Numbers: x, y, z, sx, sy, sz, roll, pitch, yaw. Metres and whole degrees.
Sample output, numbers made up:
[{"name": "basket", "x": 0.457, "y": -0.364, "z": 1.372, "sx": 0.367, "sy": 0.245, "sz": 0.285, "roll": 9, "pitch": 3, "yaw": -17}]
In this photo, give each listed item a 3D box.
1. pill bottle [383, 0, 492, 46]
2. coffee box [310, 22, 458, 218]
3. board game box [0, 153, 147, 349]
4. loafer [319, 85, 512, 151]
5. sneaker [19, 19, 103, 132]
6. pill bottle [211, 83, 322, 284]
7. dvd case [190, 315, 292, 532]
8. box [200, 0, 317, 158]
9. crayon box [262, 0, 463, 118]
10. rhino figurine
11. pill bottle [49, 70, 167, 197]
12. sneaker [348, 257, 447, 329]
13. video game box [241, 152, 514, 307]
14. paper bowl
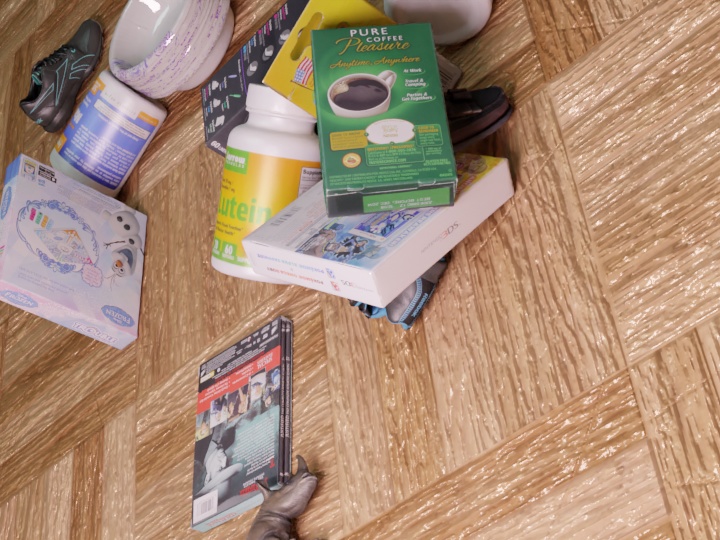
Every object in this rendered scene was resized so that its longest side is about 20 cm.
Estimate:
[{"name": "pill bottle", "x": 0.084, "y": -0.352, "z": 1.362, "sx": 0.115, "sy": 0.115, "sz": 0.202, "roll": -26, "pitch": 48, "yaw": 38}, {"name": "coffee box", "x": 0.019, "y": -0.143, "z": 1.172, "sx": 0.121, "sy": 0.044, "sz": 0.202, "roll": -6, "pitch": 55, "yaw": -3}, {"name": "board game box", "x": -0.372, "y": -0.023, "z": 1.629, "sx": 0.043, "sy": 0.199, "sz": 0.201, "roll": -33, "pitch": 44, "yaw": 35}, {"name": "loafer", "x": 0.054, "y": -0.141, "z": 1.223, "sx": 0.198, "sy": 0.063, "sz": 0.072, "roll": -24, "pitch": 28, "yaw": -9}, {"name": "sneaker", "x": -0.487, "y": -0.328, "z": 2.074, "sx": 0.075, "sy": 0.079, "sz": 0.202, "roll": 10, "pitch": 74, "yaw": 52}, {"name": "pill bottle", "x": -0.094, "y": -0.095, "z": 1.363, "sx": 0.111, "sy": 0.110, "sz": 0.202, "roll": 20, "pitch": 104, "yaw": 54}, {"name": "dvd case", "x": -0.128, "y": 0.164, "z": 1.362, "sx": 0.145, "sy": 0.022, "sz": 0.202, "roll": -32, "pitch": 44, "yaw": 35}, {"name": "box", "x": -0.077, "y": -0.209, "z": 1.457, "sx": 0.200, "sy": 0.122, "sz": 0.107, "roll": -40, "pitch": 41, "yaw": 28}, {"name": "crayon box", "x": -0.003, "y": -0.204, "z": 1.299, "sx": 0.128, "sy": 0.199, "sz": 0.051, "roll": -58, "pitch": 36, "yaw": 4}, {"name": "rhino figurine", "x": -0.080, "y": 0.270, "z": 1.203, "sx": 0.087, "sy": 0.060, "sz": 0.202, "roll": -15, "pitch": 55, "yaw": 41}, {"name": "pill bottle", "x": -0.371, "y": -0.172, "z": 1.801, "sx": 0.201, "sy": 0.112, "sz": 0.112, "roll": -55, "pitch": 37, "yaw": 7}, {"name": "sneaker", "x": 0.000, "y": 0.000, "z": 1.270, "sx": 0.199, "sy": 0.073, "sz": 0.083, "roll": 18, "pitch": 84, "yaw": 55}, {"name": "video game box", "x": 0.017, "y": -0.051, "z": 1.202, "sx": 0.181, "sy": 0.047, "sz": 0.200, "roll": 12, "pitch": 42, "yaw": 46}, {"name": "paper bowl", "x": -0.255, "y": -0.334, "z": 1.771, "sx": 0.200, "sy": 0.104, "sz": 0.203, "roll": -30, "pitch": 47, "yaw": 37}]
